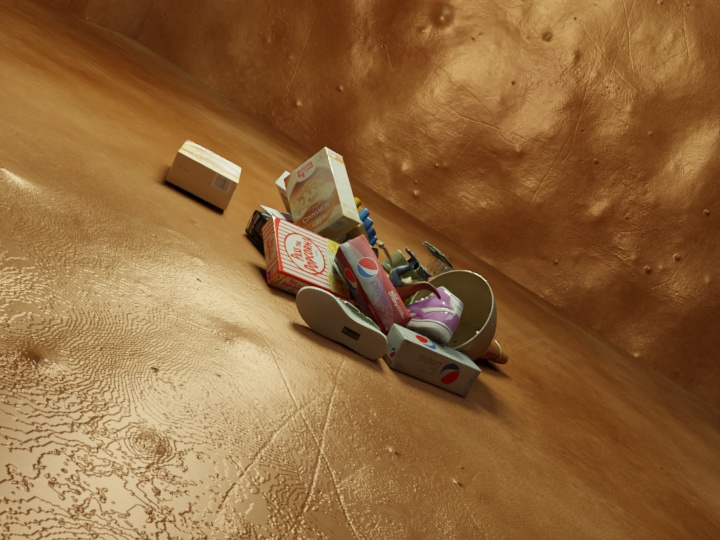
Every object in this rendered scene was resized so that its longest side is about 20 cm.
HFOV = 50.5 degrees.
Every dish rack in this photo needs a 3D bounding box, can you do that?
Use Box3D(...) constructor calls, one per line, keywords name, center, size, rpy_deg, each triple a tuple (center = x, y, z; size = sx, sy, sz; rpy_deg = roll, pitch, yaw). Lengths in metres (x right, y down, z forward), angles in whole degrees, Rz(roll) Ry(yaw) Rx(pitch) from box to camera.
Box3D(name="dish rack", center=(0.216, 0.020, 1.872), size=(0.201, 0.054, 0.153), rpy_deg=(50, -4, -22))

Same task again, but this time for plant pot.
Box3D(name="plant pot", center=(0.212, 0.123, 1.649), size=(0.200, 0.199, 0.135), rpy_deg=(42, -9, 46))

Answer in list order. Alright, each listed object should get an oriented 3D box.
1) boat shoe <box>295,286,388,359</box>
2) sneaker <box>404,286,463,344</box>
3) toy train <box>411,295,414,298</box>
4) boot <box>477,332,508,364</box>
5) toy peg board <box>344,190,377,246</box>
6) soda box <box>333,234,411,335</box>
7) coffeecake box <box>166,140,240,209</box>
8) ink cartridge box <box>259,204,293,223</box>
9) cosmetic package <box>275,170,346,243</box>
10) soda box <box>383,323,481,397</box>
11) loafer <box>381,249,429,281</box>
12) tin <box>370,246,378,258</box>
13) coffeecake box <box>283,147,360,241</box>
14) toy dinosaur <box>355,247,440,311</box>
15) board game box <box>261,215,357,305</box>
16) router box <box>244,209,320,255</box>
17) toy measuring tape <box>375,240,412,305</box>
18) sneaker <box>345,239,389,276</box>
Box3D(name="boat shoe", center=(-0.037, 0.092, 1.396), size=(0.198, 0.071, 0.064), rpy_deg=(36, 10, -16))
Box3D(name="sneaker", center=(0.128, 0.086, 1.582), size=(0.197, 0.116, 0.073), rpy_deg=(7, -34, 41))
Box3D(name="toy train", center=(0.143, 0.090, 1.873), size=(0.056, 0.042, 0.200), rpy_deg=(40, 5, -33))
Box3D(name="boot", center=(0.268, 0.155, 1.871), size=(0.154, 0.078, 0.199), rpy_deg=(27, 4, -40))
Box3D(name="toy peg board", center=(-0.025, -0.148, 2.094), size=(0.197, 0.098, 0.201), rpy_deg=(35, -16, 27))
Box3D(name="soda box", center=(0.022, 0.036, 1.526), size=(0.203, 0.062, 0.070), rpy_deg=(60, -24, 15))
Box3D(name="coffeecake box", center=(-0.369, -0.231, 1.818), size=(0.151, 0.074, 0.200), rpy_deg=(27, 12, -14))
Box3D(name="ink cartridge box", center=(-0.175, -0.113, 1.950), size=(0.094, 0.038, 0.198), rpy_deg=(40, 12, 32))
Box3D(name="cosmetic package", center=(-0.131, -0.161, 2.052), size=(0.198, 0.052, 0.152), rpy_deg=(37, -18, 22))
Box3D(name="soda box", center=(0.136, 0.176, 1.481), size=(0.197, 0.065, 0.068), rpy_deg=(25, 12, -28))
Box3D(name="loafer", center=(0.137, 0.012, 1.894), size=(0.198, 0.070, 0.075), rpy_deg=(31, 8, -41))
Box3D(name="tin", center=(0.000, 0.000, 1.725), size=(0.041, 0.115, 0.200), rpy_deg=(10, 2, 12))
Box3D(name="coffeecake box", center=(-0.098, -0.174, 1.893), size=(0.072, 0.152, 0.204), rpy_deg=(20, 46, -50))
Box3D(name="toy dinosaur", center=(0.053, 0.037, 1.580), size=(0.105, 0.181, 0.201), rpy_deg=(43, 12, -24))
Box3D(name="board game box", center=(-0.104, -0.011, 1.555), size=(0.197, 0.046, 0.154), rpy_deg=(22, 39, -34))
Box3D(name="router box", center=(-0.143, -0.052, 1.712), size=(0.197, 0.063, 0.150), rpy_deg=(20, 16, -42))
Box3D(name="toy measuring tape", center=(0.062, 0.027, 1.779), size=(0.203, 0.073, 0.074), rpy_deg=(62, -7, -31))
Box3D(name="sneaker", center=(0.026, -0.008, 1.879), size=(0.197, 0.093, 0.076), rpy_deg=(24, 12, -32))
